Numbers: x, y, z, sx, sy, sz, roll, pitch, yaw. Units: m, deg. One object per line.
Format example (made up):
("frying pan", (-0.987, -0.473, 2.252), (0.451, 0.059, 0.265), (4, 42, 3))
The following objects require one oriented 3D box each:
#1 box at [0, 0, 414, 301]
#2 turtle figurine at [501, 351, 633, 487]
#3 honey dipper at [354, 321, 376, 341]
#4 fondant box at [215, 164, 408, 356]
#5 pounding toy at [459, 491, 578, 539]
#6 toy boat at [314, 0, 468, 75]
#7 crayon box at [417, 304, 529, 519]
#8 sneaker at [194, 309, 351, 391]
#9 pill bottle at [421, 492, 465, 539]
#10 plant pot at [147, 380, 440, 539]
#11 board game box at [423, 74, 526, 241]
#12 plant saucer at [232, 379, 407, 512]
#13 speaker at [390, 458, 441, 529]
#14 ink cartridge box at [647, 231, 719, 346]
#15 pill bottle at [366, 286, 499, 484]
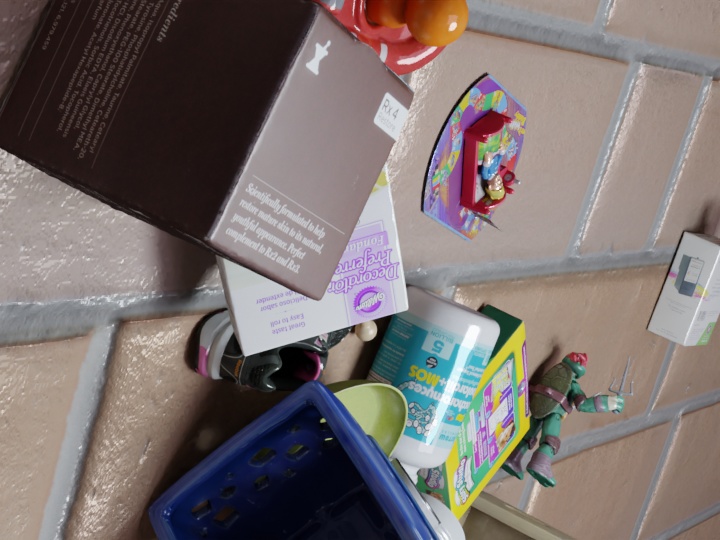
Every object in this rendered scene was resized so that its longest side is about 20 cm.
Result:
("box", (-0.104, -0.105, 1.067), (0.165, 0.199, 0.166), (-64, 151, -3))
("turtle figurine", (0.260, 0.179, 2.043), (0.201, 0.100, 0.150), (-56, -169, -16))
("honey dipper", (0.000, 0.000, 1.509), (0.038, 0.038, 0.201), (-49, 150, -29))
("fondant box", (-0.048, -0.046, 1.251), (0.143, 0.058, 0.201), (-15, 122, -10))
("pounding toy", (0.192, 0.402, 1.979), (0.185, 0.199, 0.142), (-65, 153, 0))
("toy boat", (0.031, -0.219, 1.288), (0.200, 0.130, 0.131), (2, 110, -60))
("crayon box", (0.127, 0.170, 1.838), (0.173, 0.058, 0.201), (-46, 146, -31))
("sneaker", (-0.059, 0.073, 1.405), (0.200, 0.086, 0.081), (-22, 132, -54))
("pill bottle", (0.023, 0.342, 1.727), (0.200, 0.115, 0.116), (-43, 145, -38))
("plant pot", (-0.036, 0.246, 1.395), (0.200, 0.200, 0.180), (-38, 151, 6))
("board game box", (0.138, -0.110, 1.657), (0.159, 0.039, 0.200), (-65, 153, -1))
("plant saucer", (-0.044, 0.173, 1.512), (0.199, 0.031, 0.201), (-28, 146, -21))
("speaker", (-0.023, 0.274, 1.551), (0.199, 0.081, 0.081), (-35, 148, -2))
("ink cartridge box", (0.513, 0.009, 2.380), (0.117, 0.067, 0.201), (2, 110, -60))
("pill bottle", (0.059, 0.126, 1.628), (0.111, 0.110, 0.201), (16, 97, -62))
